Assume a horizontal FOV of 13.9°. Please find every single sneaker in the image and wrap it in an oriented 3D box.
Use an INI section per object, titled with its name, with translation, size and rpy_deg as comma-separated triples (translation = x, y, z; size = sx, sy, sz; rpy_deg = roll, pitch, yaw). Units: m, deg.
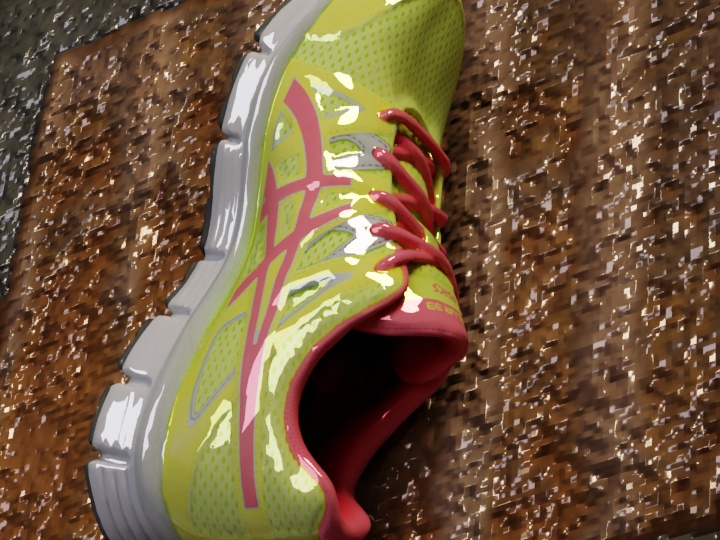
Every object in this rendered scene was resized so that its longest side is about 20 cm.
[sneaker]
translation = 0.000, 0.000, 0.852
size = 0.090, 0.078, 0.200
rpy_deg = 7, 68, 36
